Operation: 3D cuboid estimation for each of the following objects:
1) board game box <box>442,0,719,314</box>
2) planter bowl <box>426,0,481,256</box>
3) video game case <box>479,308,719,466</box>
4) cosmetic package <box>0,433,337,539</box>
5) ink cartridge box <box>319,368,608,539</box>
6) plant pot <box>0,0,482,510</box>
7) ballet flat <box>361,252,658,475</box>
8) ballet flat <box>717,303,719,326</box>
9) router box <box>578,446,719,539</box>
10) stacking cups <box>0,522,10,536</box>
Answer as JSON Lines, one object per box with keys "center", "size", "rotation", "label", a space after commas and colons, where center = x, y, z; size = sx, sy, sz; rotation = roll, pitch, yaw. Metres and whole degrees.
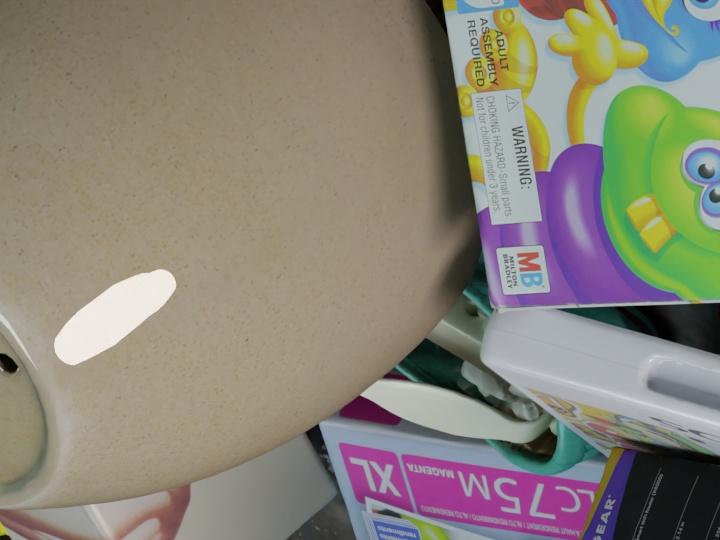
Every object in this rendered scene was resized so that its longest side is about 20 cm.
{"center": [0.134, -0.053, 0.700], "size": [0.200, 0.105, 0.103], "rotation": [-3, 101, 38], "label": "board game box"}
{"center": [-0.027, -0.090, 0.823], "size": [0.200, 0.083, 0.201], "rotation": [21, 137, 21], "label": "planter bowl"}
{"center": [0.147, 0.064, 0.797], "size": [0.182, 0.023, 0.200], "rotation": [16, 171, 25], "label": "video game case"}
{"center": [-0.106, 0.017, 0.959], "size": [0.103, 0.087, 0.200], "rotation": [8, 134, 56], "label": "cosmetic package"}
{"center": [0.066, 0.126, 0.989], "size": [0.119, 0.042, 0.200], "rotation": [7, 132, 33], "label": "ink cartridge box"}
{"center": [-0.084, -0.012, 0.769], "size": [0.200, 0.134, 0.200], "rotation": [21, 137, 21], "label": "plant pot"}
{"center": [0.000, 0.000, 0.895], "size": [0.200, 0.070, 0.067], "rotation": [31, 140, 10], "label": "ballet flat"}
{"center": [0.195, 0.022, 0.783], "size": [0.200, 0.068, 0.072], "rotation": [1, 147, 37], "label": "ballet flat"}
{"center": [0.179, 0.115, 0.783], "size": [0.200, 0.052, 0.157], "rotation": [27, 168, -33], "label": "router box"}
{"center": [-0.180, 0.060, 1.098], "size": [0.200, 0.061, 0.061], "rotation": [18, 136, 26], "label": "stacking cups"}
